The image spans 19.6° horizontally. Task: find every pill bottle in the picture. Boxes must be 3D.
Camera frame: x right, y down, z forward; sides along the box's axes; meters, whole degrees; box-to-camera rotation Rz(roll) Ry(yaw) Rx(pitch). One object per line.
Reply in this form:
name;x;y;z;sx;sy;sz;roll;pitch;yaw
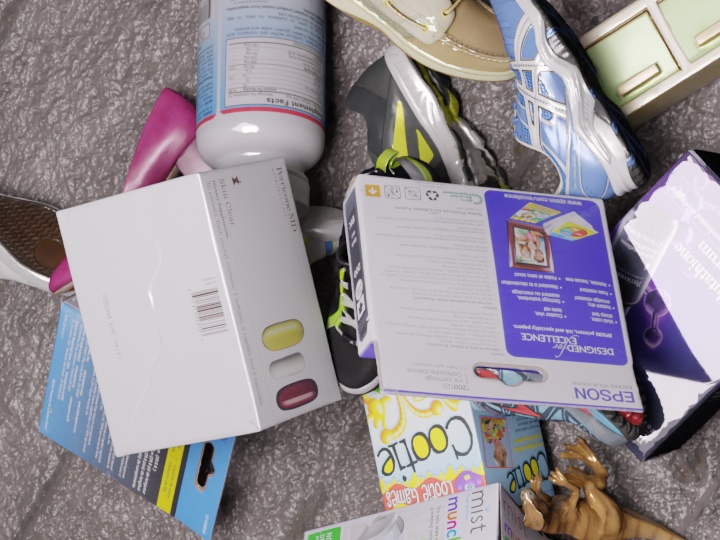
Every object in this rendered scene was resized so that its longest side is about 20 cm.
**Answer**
pill bottle;-0.082;-0.145;1.728;0.108;0.109;0.201;-7;72;24

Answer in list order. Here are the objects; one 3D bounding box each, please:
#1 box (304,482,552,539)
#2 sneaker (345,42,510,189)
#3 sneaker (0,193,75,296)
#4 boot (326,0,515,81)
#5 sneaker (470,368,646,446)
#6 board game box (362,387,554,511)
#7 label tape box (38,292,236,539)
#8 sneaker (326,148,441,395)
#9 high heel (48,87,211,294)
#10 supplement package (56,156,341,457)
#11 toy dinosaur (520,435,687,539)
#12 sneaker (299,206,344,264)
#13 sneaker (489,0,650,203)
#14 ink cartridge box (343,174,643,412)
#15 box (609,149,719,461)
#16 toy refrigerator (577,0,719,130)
box;0.075;0.271;1.632;0.176;0.200;0.097;-16;45;23
sneaker;0.056;-0.092;1.718;0.085;0.074;0.201;-35;68;26
sneaker;-0.318;-0.023;1.894;0.199;0.085;0.073;27;58;8
boot;0.061;-0.248;1.658;0.200;0.072;0.155;30;138;8
sneaker;0.125;0.075;1.575;0.200;0.079;0.096;37;128;13
board game box;0.070;0.098;1.681;0.103;0.105;0.201;-15;84;34
label tape box;-0.176;0.119;1.797;0.200;0.063;0.145;30;124;22
sneaker;0.000;0.000;1.610;0.072;0.083;0.201;22;104;33
high heel;-0.211;-0.067;1.825;0.200;0.067;0.096;-38;84;-1
supplement package;-0.126;0.028;1.631;0.155;0.111;0.201;-12;93;35
toy dinosaur;0.192;0.193;1.637;0.060;0.199;0.106;-53;39;36
sneaker;-0.086;0.010;1.787;0.199;0.076;0.105;-11;104;24
sneaker;0.143;-0.137;1.596;0.077;0.076;0.201;-32;75;19
ink cartridge box;0.093;0.025;1.503;0.043;0.197;0.201;111;159;-48
box;0.249;0.027;1.607;0.148;0.104;0.200;47;107;16
toy refrigerator;0.229;-0.170;1.633;0.200;0.070;0.076;-32;78;21
